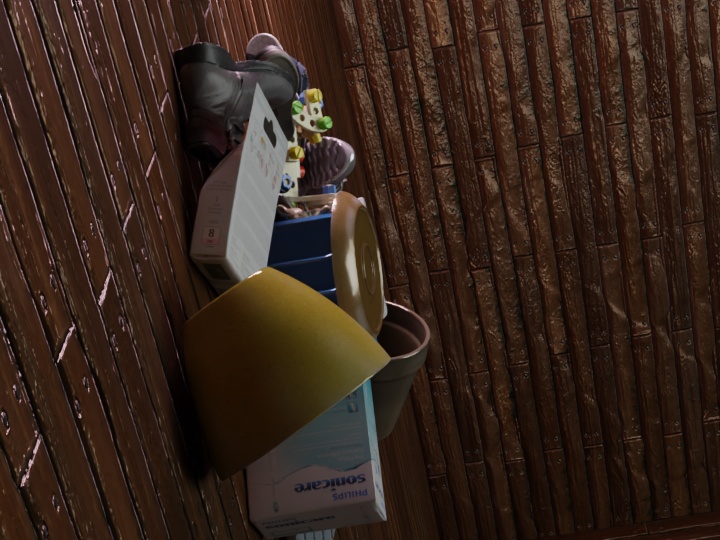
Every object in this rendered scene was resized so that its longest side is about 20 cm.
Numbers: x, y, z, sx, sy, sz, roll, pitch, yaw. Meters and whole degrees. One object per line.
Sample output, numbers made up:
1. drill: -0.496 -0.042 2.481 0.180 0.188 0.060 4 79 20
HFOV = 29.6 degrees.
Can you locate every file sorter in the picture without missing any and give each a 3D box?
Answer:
1. file sorter: -0.065 0.049 1.740 0.123 0.137 0.203 -80 160 -65

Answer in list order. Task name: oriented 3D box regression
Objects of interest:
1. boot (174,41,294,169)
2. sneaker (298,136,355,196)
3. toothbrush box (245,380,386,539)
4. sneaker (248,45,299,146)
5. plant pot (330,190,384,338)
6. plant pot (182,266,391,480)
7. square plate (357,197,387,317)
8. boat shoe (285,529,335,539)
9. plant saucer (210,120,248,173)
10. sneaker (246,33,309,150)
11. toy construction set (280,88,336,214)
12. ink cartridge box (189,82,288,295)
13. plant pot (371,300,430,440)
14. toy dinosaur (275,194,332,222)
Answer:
1. boot: -0.141 -0.172 1.549 0.199 0.069 0.134 5 75 -55
2. sneaker: -0.051 -0.149 2.036 0.199 0.081 0.076 -22 -111 60
3. toothbrush box: -0.055 0.187 1.544 0.086 0.144 0.203 69 12 -63
4. sneaker: -0.135 -0.245 1.752 0.107 0.074 0.201 60 -16 21
5. plant pot: 0.000 0.000 1.696 0.200 0.027 0.203 -7 90 -79
6. plant pot: -0.091 0.084 1.300 0.143 0.199 0.200 55 5 1
7. square plate: -0.041 0.030 1.886 0.028 0.199 0.200 20 -47 44
8. boat shoe: -0.072 0.265 1.660 0.062 0.071 0.203 19 -63 45
9. plant saucer: -0.153 -0.121 1.662 0.200 0.032 0.203 -11 90 -84
10. sneaker: -0.112 -0.242 2.061 0.146 0.076 0.205 38 41 -78
11. toy construction set: -0.084 -0.156 1.913 0.130 0.092 0.203 -1 70 -47
12. ink cartridge box: -0.131 -0.080 1.496 0.163 0.056 0.203 64 29 -69
13. plant pot: 0.002 0.164 2.109 0.201 0.197 0.176 -88 -177 -65
14. toy dinosaur: -0.109 -0.083 1.820 0.088 0.048 0.199 43 -16 -26
